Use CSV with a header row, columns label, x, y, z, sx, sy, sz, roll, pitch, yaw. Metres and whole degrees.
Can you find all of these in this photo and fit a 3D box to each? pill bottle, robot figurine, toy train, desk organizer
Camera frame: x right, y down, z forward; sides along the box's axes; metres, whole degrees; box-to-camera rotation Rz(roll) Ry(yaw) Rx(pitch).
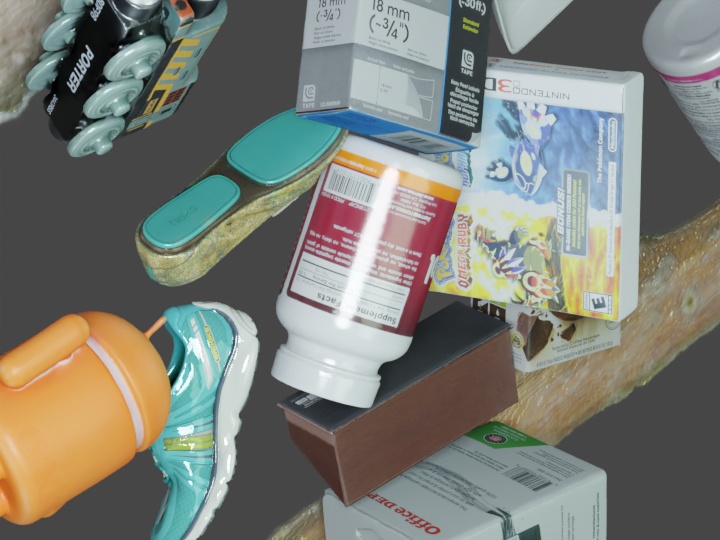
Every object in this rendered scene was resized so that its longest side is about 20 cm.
label,x,y,z,sx,sy,sz,roll,pitch,yaw
pill bottle,0.343,-0.162,1.990,0.113,0.113,0.200,-53,131,-13
robot figurine,-0.220,0.105,1.601,0.200,0.117,0.144,-32,108,-27
toy train,-0.156,-0.154,1.533,0.114,0.200,0.085,-27,77,-31
pill bottle,0.000,0.000,1.753,0.113,0.113,0.200,15,95,-42
desk organizer,0.036,0.109,1.849,0.200,0.072,0.077,-29,124,-30

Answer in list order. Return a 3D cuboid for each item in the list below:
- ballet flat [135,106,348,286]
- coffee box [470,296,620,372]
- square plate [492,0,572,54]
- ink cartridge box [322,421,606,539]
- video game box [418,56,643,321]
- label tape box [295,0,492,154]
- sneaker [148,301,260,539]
label,x,y,z,sx,sy,sz,roll,pitch,yaw
ballet flat,-0.090,-0.055,1.698,0.200,0.071,0.071,-38,126,-25
coffee box,0.161,-0.027,1.902,0.113,0.080,0.200,-15,114,-36
square plate,0.146,-0.312,1.816,0.198,0.028,0.200,-44,128,-30
ink cartridge box,0.088,0.212,1.877,0.200,0.147,0.083,-18,117,-34
video game box,0.135,-0.070,1.798,0.047,0.182,0.200,-30,124,-54
label tape box,0.030,-0.202,1.706,0.144,0.063,0.200,13,79,-43
sneaker,-0.138,0.121,1.718,0.080,0.077,0.200,10,94,-22
